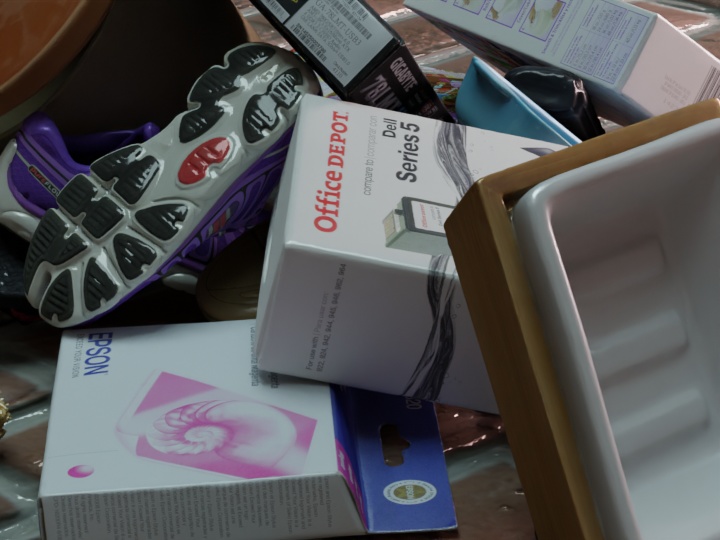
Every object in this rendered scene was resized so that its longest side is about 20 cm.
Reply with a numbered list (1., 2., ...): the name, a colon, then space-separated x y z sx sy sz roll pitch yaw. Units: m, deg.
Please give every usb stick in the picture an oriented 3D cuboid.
1. usb stick: 0.124 -0.100 1.566 0.055 0.033 0.200 14 -2 10

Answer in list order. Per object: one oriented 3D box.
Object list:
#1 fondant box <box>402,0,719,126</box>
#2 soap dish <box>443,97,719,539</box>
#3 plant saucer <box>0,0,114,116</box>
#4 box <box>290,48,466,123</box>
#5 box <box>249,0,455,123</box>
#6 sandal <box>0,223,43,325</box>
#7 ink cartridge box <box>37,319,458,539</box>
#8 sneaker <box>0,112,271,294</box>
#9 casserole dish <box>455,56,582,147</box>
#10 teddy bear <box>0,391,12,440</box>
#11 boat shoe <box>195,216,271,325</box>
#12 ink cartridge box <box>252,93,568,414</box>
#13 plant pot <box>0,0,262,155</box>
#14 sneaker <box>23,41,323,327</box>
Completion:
1. fondant box: 0.145 -0.142 1.602 0.200 0.058 0.144 26 -1 43
2. soap dish: 0.130 0.035 1.146 0.157 0.201 0.081 -20 5 -35
3. plant saucer: -0.202 -0.164 1.437 0.200 0.032 0.201 -26 45 29
4. box: -0.002 -0.106 1.692 0.199 0.039 0.137 13 26 34
5. box: -0.038 -0.160 1.424 0.050 0.199 0.200 -42 -15 2
6. sandal: -0.190 0.000 1.450 0.075 0.045 0.200 22 15 2
7. ink cartridge box: -0.058 0.077 1.249 0.199 0.043 0.196 -5 22 -2
8. sneaker: -0.110 -0.039 1.417 0.199 0.084 0.081 15 17 -27
9. casserole dish: 0.126 -0.050 1.417 0.200 0.039 0.121 35 10 -31
10. teddy bear: -0.251 0.078 1.257 0.145 0.067 0.200 -25 37 -25
11. boat shoe: 0.000 0.000 1.398 0.200 0.072 0.072 -26 50 -24
12. ink cartridge box: 0.052 -0.004 1.285 0.199 0.084 0.146 11 35 -5
13. plant pot: -0.139 -0.122 1.538 0.200 0.188 0.187 30 -3 -41
14. sneaker: -0.093 -0.033 1.348 0.200 0.084 0.081 -40 55 -8
